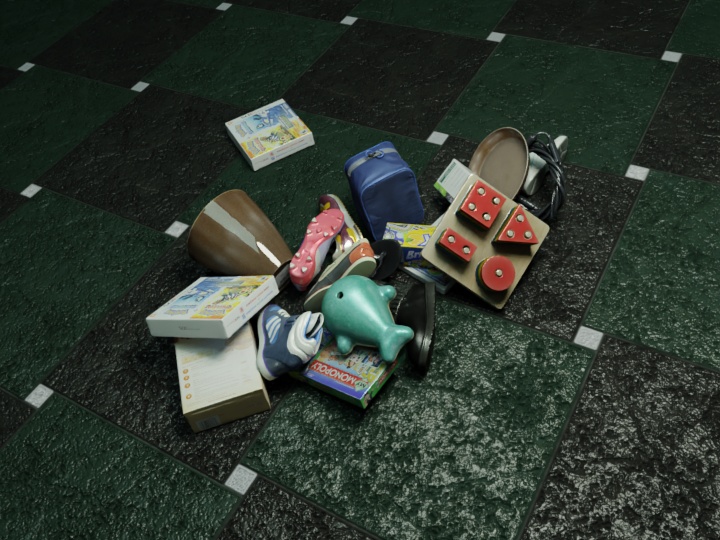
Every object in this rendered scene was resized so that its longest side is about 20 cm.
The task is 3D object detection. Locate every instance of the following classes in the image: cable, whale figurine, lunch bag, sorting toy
[{"bbox_3d":[0.378,-0.194,1.568,0.162,0.050,0.202,-30,64,39],"label":"cable"},{"bbox_3d":[0.006,0.086,1.323,0.159,0.104,0.200,-48,49,-4],"label":"whale figurine"},{"bbox_3d":[0.046,-0.184,1.580,0.135,0.201,0.133,-25,45,-6],"label":"lunch bag"},{"bbox_3d":[0.255,-0.061,1.409,0.198,0.070,0.201,34,82,-3],"label":"sorting toy"}]

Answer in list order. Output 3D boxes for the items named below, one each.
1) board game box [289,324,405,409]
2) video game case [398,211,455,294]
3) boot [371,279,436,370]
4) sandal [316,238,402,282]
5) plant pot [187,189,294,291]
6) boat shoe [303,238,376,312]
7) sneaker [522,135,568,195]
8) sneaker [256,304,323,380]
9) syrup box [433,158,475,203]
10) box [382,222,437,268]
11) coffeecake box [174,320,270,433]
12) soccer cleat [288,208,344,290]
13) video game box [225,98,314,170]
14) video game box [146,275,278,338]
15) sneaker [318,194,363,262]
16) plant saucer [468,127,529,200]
[{"bbox_3d":[-0.030,0.175,1.353,0.199,0.029,0.135,15,50,40],"label":"board game box"},{"bbox_3d":[0.188,-0.046,1.551,0.143,0.018,0.200,31,60,32],"label":"video game case"},{"bbox_3d":[0.069,0.104,1.395,0.156,0.080,0.213,1,43,8],"label":"boot"},{"bbox_3d":[0.000,0.001,1.485,0.199,0.077,0.043,-28,7,13],"label":"sandal"},{"bbox_3d":[-0.238,-0.042,1.537,0.199,0.188,0.187,36,61,19],"label":"plant pot"},{"bbox_3d":[-0.046,0.014,1.452,0.200,0.071,0.063,-41,48,29],"label":"boat shoe"},{"bbox_3d":[0.419,-0.261,1.671,0.080,0.071,0.200,29,59,34],"label":"sneaker"},{"bbox_3d":[-0.125,0.112,1.376,0.146,0.081,0.201,-32,30,18],"label":"sneaker"},{"bbox_3d":[0.250,-0.158,1.560,0.079,0.081,0.200,-52,35,15],"label":"syrup box"},{"bbox_3d":[0.148,-0.050,1.507,0.197,0.065,0.071,5,49,14],"label":"box"},{"bbox_3d":[-0.271,0.192,1.380,0.152,0.074,0.201,-17,47,-5],"label":"coffeecake box"},{"bbox_3d":[-0.093,-0.048,1.521,0.066,0.077,0.201,20,58,14],"label":"soccer cleat"},{"bbox_3d":[-0.247,-0.369,1.910,0.181,0.047,0.200,-28,49,-12],"label":"video game box"},{"bbox_3d":[-0.293,0.070,1.411,0.198,0.047,0.182,-2,27,29],"label":"video game box"},{"bbox_3d":[-0.068,-0.099,1.609,0.089,0.076,0.200,-22,47,-16],"label":"sneaker"},{"bbox_3d":[0.314,-0.220,1.600,0.032,0.201,0.201,15,38,-30],"label":"plant saucer"}]
